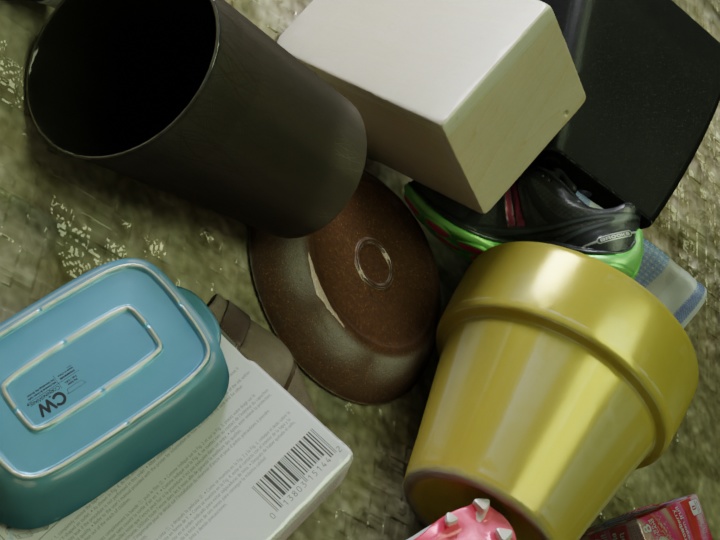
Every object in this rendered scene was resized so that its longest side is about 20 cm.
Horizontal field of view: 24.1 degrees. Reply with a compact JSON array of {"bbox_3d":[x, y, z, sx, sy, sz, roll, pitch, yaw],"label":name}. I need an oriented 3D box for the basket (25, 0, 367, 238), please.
[{"bbox_3d":[-0.096,-0.106,1.150,0.199,0.179,0.138,26,76,-47],"label":"basket"}]

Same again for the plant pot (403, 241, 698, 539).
[{"bbox_3d":[0.128,0.114,1.265,0.201,0.200,0.190,45,60,-22],"label":"plant pot"}]

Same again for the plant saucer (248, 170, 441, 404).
[{"bbox_3d":[0.000,0.000,1.288,0.199,0.036,0.203,24,54,-38],"label":"plant saucer"}]

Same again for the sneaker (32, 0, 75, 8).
[{"bbox_3d":[-0.210,-0.258,1.068,0.145,0.203,0.077,8,41,-41],"label":"sneaker"}]

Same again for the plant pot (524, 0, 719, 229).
[{"bbox_3d":[0.174,-0.131,1.434,0.199,0.199,0.179,31,59,-34],"label":"plant pot"}]

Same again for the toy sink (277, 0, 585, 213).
[{"bbox_3d":[0.053,-0.151,1.316,0.131,0.199,0.112,-48,138,-16],"label":"toy sink"}]

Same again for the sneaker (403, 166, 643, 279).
[{"bbox_3d":[0.129,-0.041,1.320,0.077,0.198,0.085,52,56,-67],"label":"sneaker"}]

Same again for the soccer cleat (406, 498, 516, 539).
[{"bbox_3d":[0.018,0.218,1.152,0.198,0.077,0.067,-17,46,-23],"label":"soccer cleat"}]

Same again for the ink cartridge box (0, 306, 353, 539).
[{"bbox_3d":[-0.132,0.125,1.025,0.176,0.045,0.200,42,60,11],"label":"ink cartridge box"}]

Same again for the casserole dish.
[{"bbox_3d":[-0.166,0.065,1.002,0.199,0.039,0.121,-34,74,-27],"label":"casserole dish"}]

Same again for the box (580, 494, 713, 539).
[{"bbox_3d":[0.244,0.294,1.359,0.099,0.095,0.202,-10,78,-50],"label":"box"}]

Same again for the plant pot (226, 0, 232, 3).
[{"bbox_3d":[-0.112,-0.270,1.223,0.200,0.027,0.203,12,90,-81],"label":"plant pot"}]

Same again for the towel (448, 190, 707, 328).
[{"bbox_3d":[0.185,0.026,1.406,0.199,0.147,0.024,33,14,-30],"label":"towel"}]

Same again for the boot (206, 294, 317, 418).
[{"bbox_3d":[-0.107,0.112,1.099,0.147,0.070,0.200,52,44,-3],"label":"boot"}]
